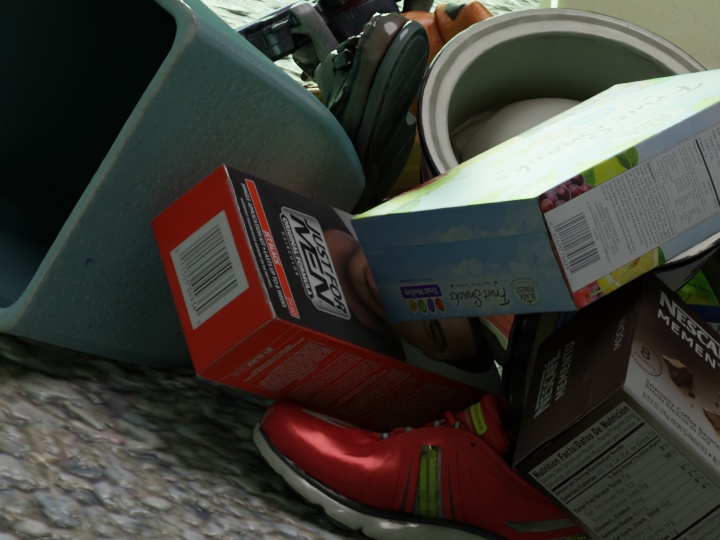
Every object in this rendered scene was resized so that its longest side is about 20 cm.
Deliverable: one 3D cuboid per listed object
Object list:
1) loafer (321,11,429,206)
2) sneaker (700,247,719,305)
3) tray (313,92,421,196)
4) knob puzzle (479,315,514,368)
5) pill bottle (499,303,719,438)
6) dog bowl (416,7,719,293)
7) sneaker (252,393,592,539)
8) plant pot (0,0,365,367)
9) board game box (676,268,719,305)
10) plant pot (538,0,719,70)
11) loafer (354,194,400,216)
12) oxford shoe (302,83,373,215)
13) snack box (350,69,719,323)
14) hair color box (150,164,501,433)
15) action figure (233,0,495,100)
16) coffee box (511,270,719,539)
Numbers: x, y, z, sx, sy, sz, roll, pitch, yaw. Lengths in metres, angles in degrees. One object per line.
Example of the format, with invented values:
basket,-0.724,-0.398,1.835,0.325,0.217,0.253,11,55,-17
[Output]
loafer,-0.004,-0.096,1.674,0.063,0.072,0.200,30,-19,9
sneaker,0.256,-0.034,1.740,0.105,0.075,0.201,-12,65,-15
tray,-0.034,-0.075,1.842,0.198,0.037,0.099,-11,30,-12
knob puzzle,0.115,0.022,1.732,0.219,0.030,0.220,35,21,-16
pill bottle,0.182,0.074,1.562,0.198,0.113,0.112,4,16,16
dog bowl,0.123,-0.055,1.666,0.199,0.074,0.201,7,49,-8
sneaker,0.044,0.098,1.493,0.199,0.085,0.077,20,19,2
plant pot,-0.117,-0.059,1.621,0.199,0.197,0.196,26,11,-42
board game box,0.192,-0.001,1.787,0.199,0.048,0.102,19,38,-46
plant pot,0.202,-0.133,2.091,0.199,0.201,0.177,22,31,8
loafer,0.000,0.000,1.724,0.073,0.072,0.200,19,20,2
oxford shoe,-0.047,-0.099,1.942,0.199,0.072,0.071,21,22,10
snack box,0.124,-0.042,1.498,0.199,0.068,0.168,-28,13,-30
hair color box,-0.014,0.023,1.546,0.199,0.061,0.102,21,42,-49
action figure,-0.002,-0.129,1.808,0.199,0.105,0.193,-25,18,-20
coffee box,0.177,0.109,1.446,0.200,0.080,0.113,42,31,-14
